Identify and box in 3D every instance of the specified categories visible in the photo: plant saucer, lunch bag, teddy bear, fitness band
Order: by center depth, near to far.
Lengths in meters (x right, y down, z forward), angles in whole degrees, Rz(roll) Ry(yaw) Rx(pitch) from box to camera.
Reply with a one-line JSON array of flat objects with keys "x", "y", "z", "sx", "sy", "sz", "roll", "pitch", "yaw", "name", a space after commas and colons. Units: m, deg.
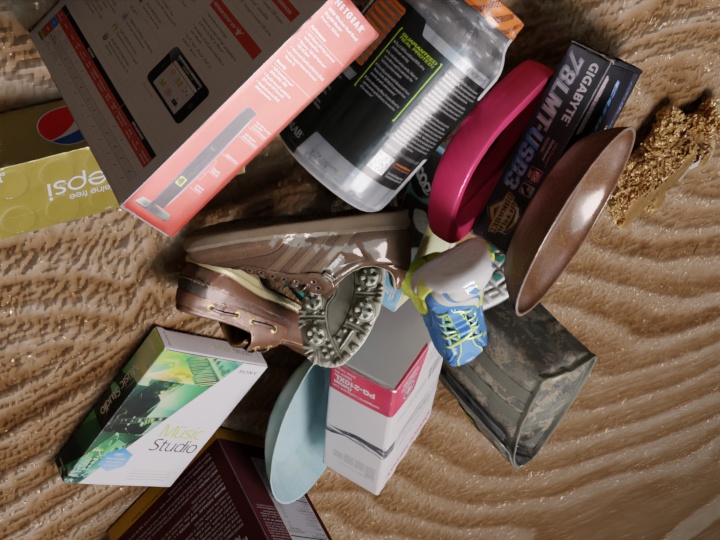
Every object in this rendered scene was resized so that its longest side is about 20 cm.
[{"x": 0.118, "y": -0.110, "z": 0.877, "sx": 0.200, "sy": 0.037, "sz": 0.144, "roll": -47, "pitch": 160, "yaw": -38, "name": "fitness band"}, {"x": 0.187, "y": -0.051, "z": 0.893, "sx": 0.201, "sy": 0.037, "sz": 0.201, "roll": -48, "pitch": 159, "yaw": -26, "name": "plant saucer"}, {"x": -0.062, "y": 0.166, "z": 1.104, "sx": 0.201, "sy": 0.038, "sz": 0.202, "roll": -50, "pitch": 152, "yaw": -39, "name": "plant saucer"}, {"x": 0.361, "y": -0.135, "z": 1.157, "sx": 0.200, "sy": 0.067, "sz": 0.145, "roll": -42, "pitch": 154, "yaw": -3, "name": "teddy bear"}, {"x": 0.177, "y": 0.136, "z": 1.209, "sx": 0.117, "sy": 0.164, "sz": 0.201, "roll": -18, "pitch": 140, "yaw": -32, "name": "lunch bag"}]

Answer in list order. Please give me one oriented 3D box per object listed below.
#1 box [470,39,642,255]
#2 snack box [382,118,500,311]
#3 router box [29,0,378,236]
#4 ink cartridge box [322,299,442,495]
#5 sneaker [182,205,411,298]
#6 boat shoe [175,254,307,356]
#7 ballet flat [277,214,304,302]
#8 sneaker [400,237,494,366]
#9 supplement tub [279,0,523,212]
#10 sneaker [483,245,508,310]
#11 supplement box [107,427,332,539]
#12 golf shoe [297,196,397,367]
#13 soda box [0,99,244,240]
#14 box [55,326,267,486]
[{"x": 0.199, "y": -0.120, "z": 0.947, "sx": 0.201, "sy": 0.049, "sz": 0.198, "roll": -65, "pitch": 163, "yaw": 17, "name": "box"}, {"x": 0.077, "y": -0.063, "z": 0.975, "sx": 0.116, "sy": 0.037, "sz": 0.201, "roll": -38, "pitch": 154, "yaw": -47, "name": "snack box"}, {"x": -0.110, "y": -0.151, "z": 0.618, "sx": 0.179, "sy": 0.200, "sz": 0.049, "roll": -42, "pitch": 143, "yaw": 8, "name": "router box"}, {"x": 0.029, "y": 0.136, "z": 1.106, "sx": 0.145, "sy": 0.084, "sz": 0.201, "roll": -50, "pitch": 157, "yaw": -40, "name": "ink cartridge box"}, {"x": -0.053, "y": -0.009, "z": 0.835, "sx": 0.198, "sy": 0.070, "sz": 0.076, "roll": -6, "pitch": 101, "yaw": -2, "name": "sneaker"}, {"x": -0.108, "y": 0.045, "z": 0.934, "sx": 0.200, "sy": 0.072, "sz": 0.068, "roll": 39, "pitch": 71, "yaw": -48, "name": "boat shoe"}, {"x": -0.043, "y": 0.004, "z": 0.967, "sx": 0.071, "sy": 0.067, "sz": 0.200, "roll": -50, "pitch": 147, "yaw": -5, "name": "ballet flat"}, {"x": 0.092, "y": 0.032, "z": 0.860, "sx": 0.075, "sy": 0.106, "sz": 0.200, "roll": -29, "pitch": -177, "yaw": -4, "name": "sneaker"}, {"x": 0.033, "y": -0.158, "z": 0.797, "sx": 0.200, "sy": 0.123, "sz": 0.122, "roll": -47, "pitch": 143, "yaw": 16, "name": "supplement tub"}, {"x": 0.191, "y": -0.005, "z": 1.144, "sx": 0.199, "sy": 0.078, "sz": 0.091, "roll": -35, "pitch": 148, "yaw": 1, "name": "sneaker"}, {"x": -0.156, "y": 0.330, "z": 1.118, "sx": 0.197, "sy": 0.200, "sz": 0.133, "roll": -45, "pitch": 143, "yaw": 13, "name": "supplement box"}, {"x": 0.000, "y": 0.000, "z": 0.923, "sx": 0.097, "sy": 0.078, "sz": 0.202, "roll": 47, "pitch": 57, "yaw": -71, "name": "golf shoe"}, {"x": -0.190, "y": -0.092, "z": 0.734, "sx": 0.199, "sy": 0.064, "sz": 0.068, "roll": -18, "pitch": 141, "yaw": -23, "name": "soda box"}, {"x": -0.209, "y": 0.150, "z": 1.015, "sx": 0.144, "sy": 0.036, "sz": 0.200, "roll": 16, "pitch": 119, "yaw": -48, "name": "box"}]
